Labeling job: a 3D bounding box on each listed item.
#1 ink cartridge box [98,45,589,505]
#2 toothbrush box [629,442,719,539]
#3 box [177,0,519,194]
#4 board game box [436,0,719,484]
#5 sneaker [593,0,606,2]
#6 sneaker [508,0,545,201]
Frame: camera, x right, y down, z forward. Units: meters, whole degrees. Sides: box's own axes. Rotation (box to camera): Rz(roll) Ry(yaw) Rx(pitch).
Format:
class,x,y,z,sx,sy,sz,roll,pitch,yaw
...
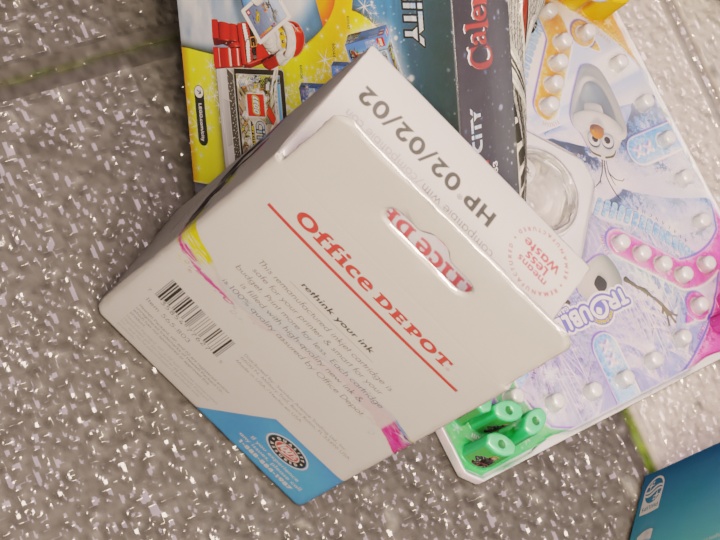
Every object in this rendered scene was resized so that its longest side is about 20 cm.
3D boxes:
class,x,y,z,sx,sy,sz,roll,pitch,yaw
ink cartridge box,0.000,0.000,0.870,0.115,0.200,0.068,44,55,-8
toothbrush box,0.174,0.188,0.970,0.146,0.085,0.201,30,59,-18
box,-0.010,-0.126,0.907,0.038,0.136,0.202,-20,110,-50
board game box,0.078,-0.034,1.041,0.199,0.026,0.201,-23,83,-36
sneaker,0.051,-0.150,1.020,0.112,0.072,0.200,34,47,20
sneaker,0.046,-0.092,0.951,0.082,0.077,0.202,-19,112,-49
